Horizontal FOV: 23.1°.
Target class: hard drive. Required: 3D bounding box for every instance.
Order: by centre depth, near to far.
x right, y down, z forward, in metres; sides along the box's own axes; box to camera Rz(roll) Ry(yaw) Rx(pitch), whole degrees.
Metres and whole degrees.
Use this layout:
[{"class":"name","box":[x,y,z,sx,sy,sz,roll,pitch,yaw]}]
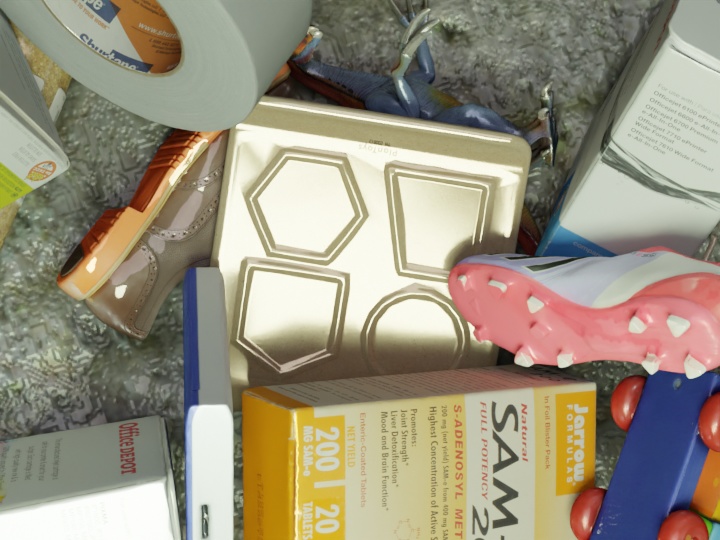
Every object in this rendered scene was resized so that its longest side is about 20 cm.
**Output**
[{"class":"hard drive","box":[-0.086,0.094,0.985,0.025,0.200,0.133,-1,110,-6]}]

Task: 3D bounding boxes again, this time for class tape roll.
[{"class":"tape roll","box":[-0.128,-0.170,1.004,0.200,0.200,0.066,32,66,2]}]

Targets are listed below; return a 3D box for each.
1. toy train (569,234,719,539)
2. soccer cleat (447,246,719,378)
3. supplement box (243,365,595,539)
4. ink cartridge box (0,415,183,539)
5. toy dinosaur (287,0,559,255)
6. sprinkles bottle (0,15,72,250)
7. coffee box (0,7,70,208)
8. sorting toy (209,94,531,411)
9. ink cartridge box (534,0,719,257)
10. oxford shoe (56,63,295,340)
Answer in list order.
[{"class":"toy train","box":[0.210,0.094,1.024,0.116,0.085,0.201,29,77,-36]},{"class":"soccer cleat","box":[0.138,0.016,1.008,0.076,0.200,0.067,-39,120,-34]},{"class":"supplement box","box":[0.036,0.127,1.020,0.199,0.073,0.127,-4,97,-28]},{"class":"ink cartridge box","box":[-0.202,0.153,1.007,0.199,0.148,0.086,-8,101,-6]},{"class":"toy dinosaur","box":[0.032,-0.098,1.111,0.181,0.105,0.201,3,86,10]},{"class":"sprinkles bottle","box":[-0.233,-0.075,1.096,0.068,0.068,0.201,20,78,0]},{"class":"coffee box","box":[-0.320,-0.123,0.991,0.197,0.200,0.200,-30,66,6]},{"class":"sorting toy","box":[0.000,0.000,1.088,0.184,0.036,0.201,9,102,-3]},{"class":"ink cartridge box","box":[0.191,-0.090,1.042,0.083,0.200,0.145,27,49,1]},{"class":"oxford shoe","box":[-0.101,-0.046,1.110,0.073,0.071,0.200,43,82,-16]}]
